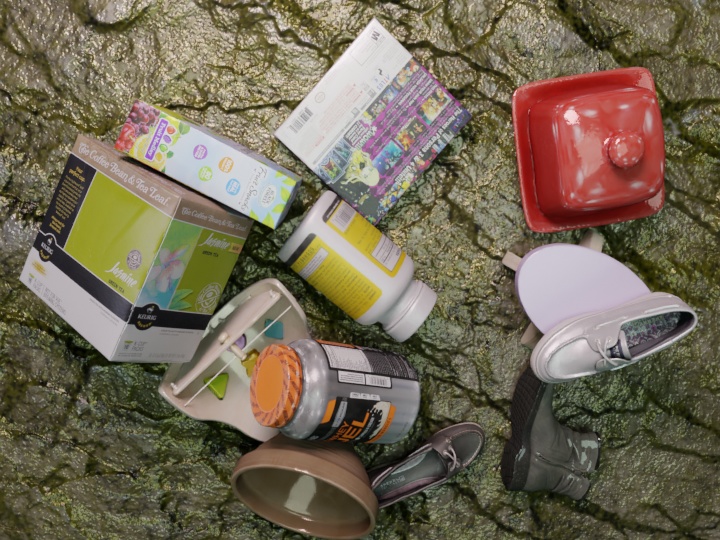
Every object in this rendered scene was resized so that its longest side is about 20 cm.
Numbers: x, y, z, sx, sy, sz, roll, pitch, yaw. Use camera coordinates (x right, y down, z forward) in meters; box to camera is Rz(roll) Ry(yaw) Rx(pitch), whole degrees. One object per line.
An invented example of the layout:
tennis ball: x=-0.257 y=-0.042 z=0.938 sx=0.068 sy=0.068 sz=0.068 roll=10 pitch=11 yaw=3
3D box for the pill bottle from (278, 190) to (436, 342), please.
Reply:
pill bottle: x=0.000 y=0.000 z=0.867 sx=0.199 sy=0.111 sz=0.112 roll=40 pitch=95 yaw=-7

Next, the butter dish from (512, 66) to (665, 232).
butter dish: x=0.308 y=-0.152 z=0.841 sx=0.197 sy=0.148 sz=0.203 roll=-9 pitch=99 yaw=0

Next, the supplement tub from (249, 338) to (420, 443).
supplement tub: x=-0.032 y=0.154 z=0.846 sx=0.198 sy=0.122 sz=0.124 roll=13 pitch=99 yaw=-35

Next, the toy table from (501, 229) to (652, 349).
toy table: x=0.283 y=0.037 z=0.883 sx=0.200 sy=0.117 sz=0.184 roll=41 pitch=95 yaw=-7

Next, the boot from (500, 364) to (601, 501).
boot: x=0.279 y=0.227 z=0.943 sx=0.129 sy=0.068 sz=0.203 roll=6 pitch=105 yaw=-8

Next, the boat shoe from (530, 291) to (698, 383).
boat shoe: x=0.303 y=0.087 z=0.797 sx=0.197 sy=0.069 sz=0.073 roll=-17 pitch=98 yaw=1

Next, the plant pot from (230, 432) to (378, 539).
plant pot: x=-0.066 y=0.274 z=0.894 sx=0.198 sy=0.093 sz=0.202 roll=10 pitch=138 yaw=9

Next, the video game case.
video game case: x=0.016 y=-0.191 z=0.878 sx=0.181 sy=0.036 sz=0.200 roll=41 pitch=95 yaw=-7

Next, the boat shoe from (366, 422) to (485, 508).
boat shoe: x=0.091 y=0.282 z=0.939 sx=0.198 sy=0.057 sz=0.067 roll=-26 pitch=99 yaw=2

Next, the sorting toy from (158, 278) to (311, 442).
sorting toy: x=-0.136 y=0.135 z=0.894 sx=0.200 sy=0.107 sz=0.180 roll=-42 pitch=110 yaw=-6

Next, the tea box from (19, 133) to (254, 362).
tea box: x=-0.269 y=-0.025 z=0.799 sx=0.199 sy=0.133 sz=0.199 roll=30 pitch=99 yaw=29

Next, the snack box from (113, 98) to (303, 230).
snack box: x=-0.173 y=-0.128 z=0.812 sx=0.198 sy=0.169 sz=0.068 roll=28 pitch=97 yaw=-7
